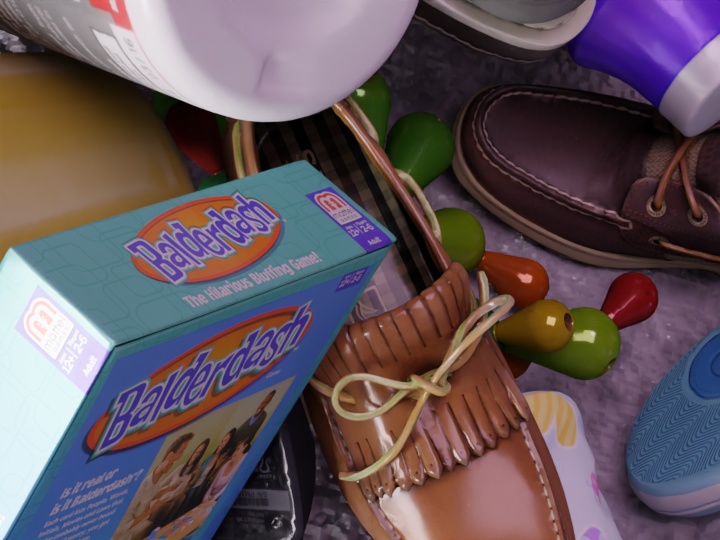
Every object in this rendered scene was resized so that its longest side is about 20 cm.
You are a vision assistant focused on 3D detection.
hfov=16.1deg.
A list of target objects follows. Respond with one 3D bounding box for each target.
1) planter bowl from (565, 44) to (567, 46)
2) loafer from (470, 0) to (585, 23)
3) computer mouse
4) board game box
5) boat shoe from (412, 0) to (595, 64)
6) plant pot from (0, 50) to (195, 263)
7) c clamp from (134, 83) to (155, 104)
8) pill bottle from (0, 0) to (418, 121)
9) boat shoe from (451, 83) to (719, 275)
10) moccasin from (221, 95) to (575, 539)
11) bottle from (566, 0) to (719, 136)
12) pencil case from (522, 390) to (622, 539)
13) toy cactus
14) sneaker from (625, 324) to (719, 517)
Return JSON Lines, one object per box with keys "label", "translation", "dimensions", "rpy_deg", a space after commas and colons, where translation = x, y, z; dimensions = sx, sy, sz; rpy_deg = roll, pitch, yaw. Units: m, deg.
{"label": "planter bowl", "translation": [0.128, -0.190, 1.042], "dimensions": [0.199, 0.084, 0.202], "rpy_deg": [5, 66, -10]}
{"label": "loafer", "translation": [0.011, -0.172, 0.871], "dimensions": [0.200, 0.070, 0.075], "rpy_deg": [40, 61, 9]}
{"label": "computer mouse", "translation": [-0.035, 0.117, 0.858], "dimensions": [0.058, 0.034, 0.201], "rpy_deg": [3, 102, 29]}
{"label": "board game box", "translation": [-0.086, 0.067, 0.769], "dimensions": [0.045, 0.200, 0.152], "rpy_deg": [41, 28, 17]}
{"label": "boat shoe", "translation": [-0.003, -0.137, 0.925], "dimensions": [0.200, 0.060, 0.072], "rpy_deg": [36, 61, 7]}
{"label": "plant pot", "translation": [-0.160, 0.011, 0.846], "dimensions": [0.188, 0.201, 0.201], "rpy_deg": [-18, 70, -35]}
{"label": "c clamp", "translation": [-0.080, -0.115, 0.970], "dimensions": [0.171, 0.027, 0.200], "rpy_deg": [43, 70, -24]}
{"label": "pill bottle", "translation": [-0.078, -0.124, 0.838], "dimensions": [0.114, 0.114, 0.200], "rpy_deg": [-38, 35, -23]}
{"label": "boat shoe", "translation": [0.135, -0.035, 0.981], "dimensions": [0.199, 0.072, 0.072], "rpy_deg": [21, 64, -2]}
{"label": "moccasin", "translation": [0.013, 0.022, 0.832], "dimensions": [0.073, 0.078, 0.202], "rpy_deg": [-20, 75, -2]}
{"label": "bottle", "translation": [0.072, -0.136, 0.964], "dimensions": [0.083, 0.065, 0.200], "rpy_deg": [-40, 74, -10]}
{"label": "pencil case", "translation": [0.071, 0.142, 0.881], "dimensions": [0.083, 0.091, 0.201], "rpy_deg": [-15, 71, -17]}
{"label": "toy cactus", "translation": [0.000, 0.000, 0.918], "dimensions": [0.200, 0.102, 0.165], "rpy_deg": [36, 57, -3]}
{"label": "sneaker", "translation": [0.207, 0.056, 0.956], "dimensions": [0.199, 0.131, 0.080], "rpy_deg": [-33, 36, 11]}
